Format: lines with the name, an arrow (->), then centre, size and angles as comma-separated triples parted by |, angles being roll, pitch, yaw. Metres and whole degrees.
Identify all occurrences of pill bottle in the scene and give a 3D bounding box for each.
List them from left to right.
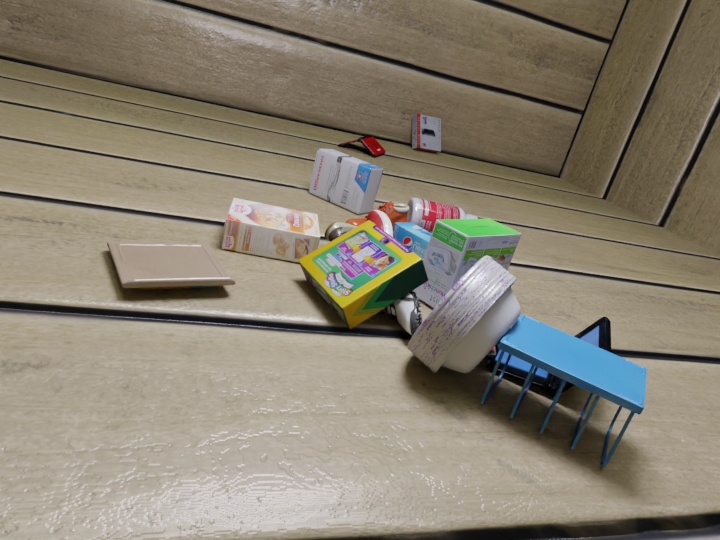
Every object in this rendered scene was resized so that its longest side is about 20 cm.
pill bottle -> 0.229, -0.135, 1.538 | 0.199, 0.113, 0.112 | 11, 22, -10

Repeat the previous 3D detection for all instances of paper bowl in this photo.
paper bowl -> 0.176, 0.082, 0.860 | 0.104, 0.201, 0.201 | 42, 29, 15

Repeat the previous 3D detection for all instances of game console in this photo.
game console -> 0.010, -0.603, 2.658 | 0.172, 0.119, 0.200 | 48, 25, -1
game console -> 0.346, 0.131, 0.976 | 0.116, 0.176, 0.200 | 48, 28, 5

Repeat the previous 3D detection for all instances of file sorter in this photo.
file sorter -> 0.304, 0.178, 0.814 | 0.200, 0.123, 0.139 | 24, 24, 23

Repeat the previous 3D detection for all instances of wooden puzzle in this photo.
wooden puzzle -> -0.342, -0.007, 0.963 | 0.185, 0.037, 0.200 | 0, 22, -33

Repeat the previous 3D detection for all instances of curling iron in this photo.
curling iron -> 0.233, 0.126, 1.014 | 0.049, 0.026, 0.200 | 4, 17, 15

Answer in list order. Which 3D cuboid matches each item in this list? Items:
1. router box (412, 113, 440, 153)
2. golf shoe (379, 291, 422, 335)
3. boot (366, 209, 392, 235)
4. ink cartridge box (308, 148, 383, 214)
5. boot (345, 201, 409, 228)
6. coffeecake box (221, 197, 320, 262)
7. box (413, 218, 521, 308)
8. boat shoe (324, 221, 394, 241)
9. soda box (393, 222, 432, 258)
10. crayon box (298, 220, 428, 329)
router box -> 0.388, -0.803, 3.147 | 0.179, 0.201, 0.049 | 1, -2, -31
golf shoe -> 0.062, 0.067, 1.018 | 0.094, 0.078, 0.200 | -11, 27, -5
boot -> -0.002, -0.066, 1.210 | 0.144, 0.073, 0.200 | 6, 49, -16
ink cartridge box -> -0.047, -0.278, 1.656 | 0.200, 0.145, 0.084 | 27, 23, 26
boot -> 0.044, -0.138, 1.433 | 0.199, 0.108, 0.075 | -2, 29, -34
coffeecake box -> -0.197, -0.089, 1.199 | 0.199, 0.073, 0.154 | 10, 23, -12
box -> 0.232, -0.013, 1.155 | 0.200, 0.177, 0.097 | -7, 31, -43
boat shoe -> 0.006, -0.073, 1.314 | 0.199, 0.073, 0.065 | -2, 42, -35
soda box -> 0.167, -0.058, 1.375 | 0.068, 0.064, 0.200 | -5, 30, -41
crayon box -> 0.000, 0.000, 1.021 | 0.172, 0.058, 0.200 | -31, 37, -13
